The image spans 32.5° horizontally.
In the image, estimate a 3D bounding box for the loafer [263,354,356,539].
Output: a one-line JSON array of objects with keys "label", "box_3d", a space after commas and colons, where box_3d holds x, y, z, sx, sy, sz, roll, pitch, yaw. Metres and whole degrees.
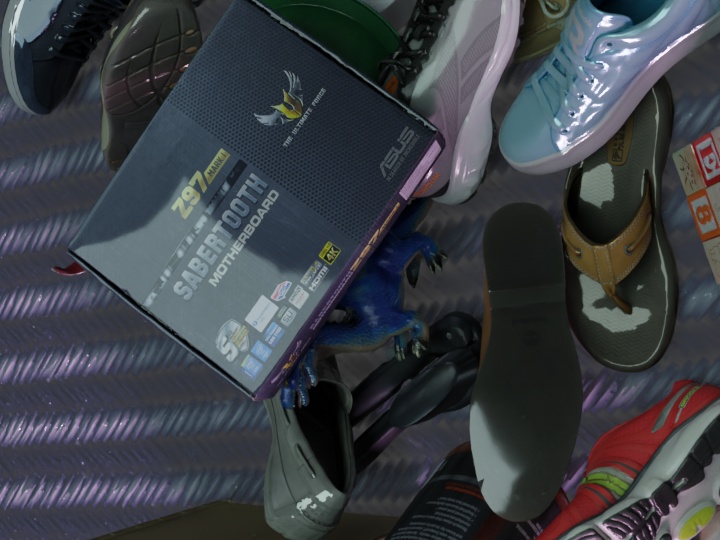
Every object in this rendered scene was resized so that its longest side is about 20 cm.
[{"label": "loafer", "box_3d": [-0.033, 0.093, 0.870, 0.070, 0.069, 0.202, -43, 39, 34]}]

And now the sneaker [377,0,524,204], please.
[{"label": "sneaker", "box_3d": [0.051, -0.137, 0.794, 0.074, 0.078, 0.203, -133, 47, -57]}]

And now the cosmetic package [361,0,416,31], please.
[{"label": "cosmetic package", "box_3d": [0.019, -0.221, 0.861, 0.199, 0.050, 0.083, -38, 77, 28]}]

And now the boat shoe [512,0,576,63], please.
[{"label": "boat shoe", "box_3d": [0.145, -0.207, 0.781, 0.199, 0.062, 0.074, -39, 77, 28]}]

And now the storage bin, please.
[{"label": "storage bin", "box_3d": [-0.074, 0.232, 0.878, 0.197, 0.198, 0.095, -1, 91, 30]}]

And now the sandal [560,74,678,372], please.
[{"label": "sandal", "box_3d": [0.164, -0.035, 0.792, 0.081, 0.054, 0.203, 8, 98, 28]}]

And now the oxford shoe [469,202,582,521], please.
[{"label": "oxford shoe", "box_3d": [0.108, 0.063, 0.806, 0.070, 0.071, 0.203, 3, 73, 6]}]

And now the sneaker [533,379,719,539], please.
[{"label": "sneaker", "box_3d": [0.162, 0.145, 0.768, 0.199, 0.085, 0.077, -38, 116, -10]}]

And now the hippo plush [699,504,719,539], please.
[{"label": "hippo plush", "box_3d": [0.223, 0.248, 0.726, 0.157, 0.160, 0.203, -5, 92, 30]}]

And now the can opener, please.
[{"label": "can opener", "box_3d": [0.020, 0.095, 0.889, 0.200, 0.078, 0.064, -39, 68, 40]}]

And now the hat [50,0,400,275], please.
[{"label": "hat", "box_3d": [-0.065, -0.066, 0.821, 0.165, 0.177, 0.200, 34, 132, -7]}]

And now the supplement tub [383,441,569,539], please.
[{"label": "supplement tub", "box_3d": [0.053, 0.208, 0.789, 0.106, 0.200, 0.108, 20, 132, 25]}]

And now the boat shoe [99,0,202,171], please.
[{"label": "boat shoe", "box_3d": [-0.168, -0.152, 0.925, 0.200, 0.073, 0.074, 124, 133, -55]}]

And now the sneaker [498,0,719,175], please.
[{"label": "sneaker", "box_3d": [0.143, -0.141, 0.749, 0.200, 0.081, 0.075, -46, 50, 28]}]

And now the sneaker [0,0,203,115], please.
[{"label": "sneaker", "box_3d": [-0.203, -0.203, 0.975, 0.145, 0.077, 0.205, 27, 107, 28]}]

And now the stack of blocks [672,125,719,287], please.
[{"label": "stack of blocks", "box_3d": [0.258, 0.006, 0.703, 0.058, 0.115, 0.203, -18, 86, -11]}]

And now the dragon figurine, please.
[{"label": "dragon figurine", "box_3d": [0.000, 0.000, 0.831, 0.059, 0.098, 0.203, -17, 57, 66]}]

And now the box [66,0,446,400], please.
[{"label": "box", "box_3d": [-0.065, -0.046, 0.770, 0.157, 0.051, 0.201, 36, 92, 12]}]
